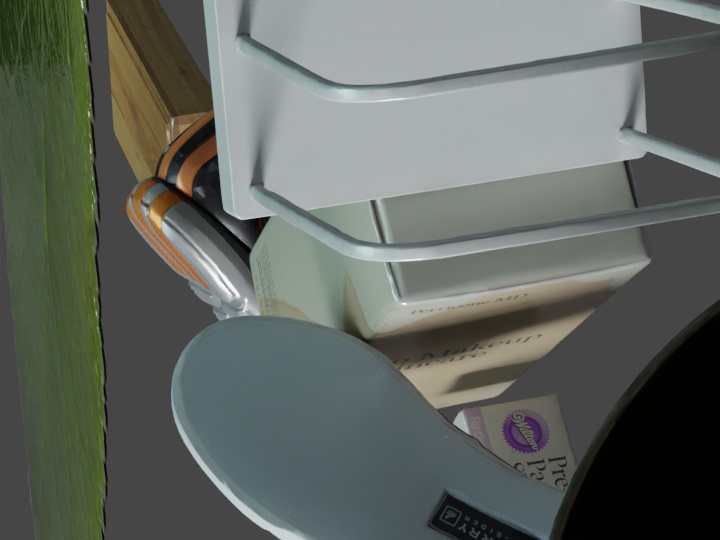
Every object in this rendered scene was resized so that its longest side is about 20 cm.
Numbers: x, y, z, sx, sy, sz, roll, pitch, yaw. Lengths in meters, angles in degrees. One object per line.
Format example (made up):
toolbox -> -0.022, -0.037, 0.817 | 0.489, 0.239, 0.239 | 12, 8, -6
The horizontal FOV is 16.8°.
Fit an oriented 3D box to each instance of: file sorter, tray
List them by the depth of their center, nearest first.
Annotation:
file sorter -> 0.034, -0.111, 0.688 | 0.125, 0.139, 0.200 | -146, 49, -67
tray -> -0.123, -0.092, 1.528 | 0.200, 0.037, 0.099 | -124, 29, -58

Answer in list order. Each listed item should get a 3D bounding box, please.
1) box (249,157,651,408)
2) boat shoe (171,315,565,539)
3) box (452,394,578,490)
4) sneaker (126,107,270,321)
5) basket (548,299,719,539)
box -> 0.025, -0.006, 0.873 | 0.200, 0.095, 0.078 | 124, 135, -72
boat shoe -> 0.025, 0.084, 0.810 | 0.071, 0.200, 0.070 | -58, -16, -21
box -> 0.074, 0.143, 0.870 | 0.039, 0.041, 0.200 | 110, 150, -61
sneaker -> 0.000, 0.000, 1.023 | 0.078, 0.112, 0.200 | 29, 161, 52
basket -> 0.102, 0.115, 0.543 | 0.180, 0.136, 0.200 | -57, -16, -28
